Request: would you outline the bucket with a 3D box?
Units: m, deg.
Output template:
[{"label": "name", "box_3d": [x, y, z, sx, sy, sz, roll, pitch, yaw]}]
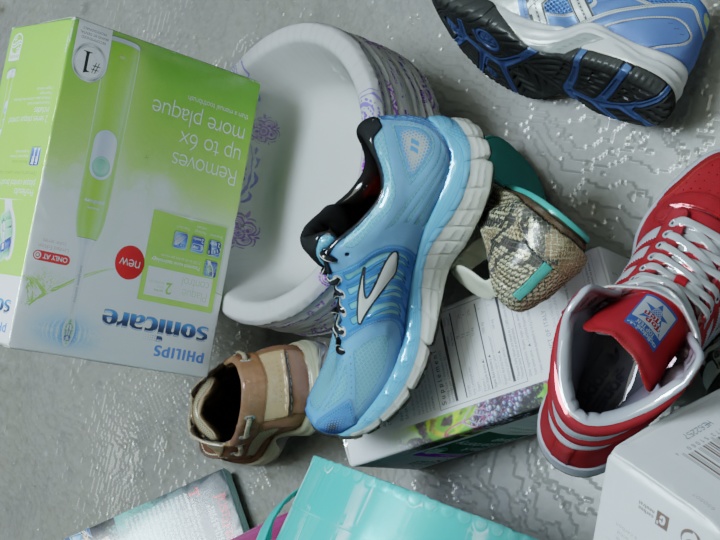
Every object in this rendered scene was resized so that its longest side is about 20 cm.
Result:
[{"label": "bucket", "box_3d": [0.031, 0.197, 0.729, 0.207, 0.207, 0.135, 14, 79, 37]}]

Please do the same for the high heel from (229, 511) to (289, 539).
[{"label": "high heel", "box_3d": [-0.116, 0.191, 0.876, 0.199, 0.067, 0.096, 6, 79, 10]}]

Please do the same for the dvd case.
[{"label": "dvd case", "box_3d": [-0.163, 0.246, 0.918, 0.199, 0.022, 0.146, -25, 64, 4]}]

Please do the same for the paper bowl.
[{"label": "paper bowl", "box_3d": [-0.021, -0.056, 0.862, 0.200, 0.104, 0.202, -18, 66, 46]}]

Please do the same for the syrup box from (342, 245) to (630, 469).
[{"label": "syrup box", "box_3d": [0.085, 0.060, 0.790, 0.199, 0.079, 0.082, -24, 68, 30]}]

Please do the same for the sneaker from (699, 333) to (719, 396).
[{"label": "sneaker", "box_3d": [0.223, 0.070, 0.684, 0.074, 0.088, 0.200, -41, 58, 24]}]

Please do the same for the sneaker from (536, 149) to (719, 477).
[{"label": "sneaker", "box_3d": [0.156, 0.009, 0.652, 0.071, 0.113, 0.200, 30, 78, 15]}]

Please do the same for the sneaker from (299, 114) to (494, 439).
[{"label": "sneaker", "box_3d": [0.000, 0.000, 0.738, 0.078, 0.090, 0.201, -132, 57, -63]}]

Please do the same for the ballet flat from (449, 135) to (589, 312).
[{"label": "ballet flat", "box_3d": [0.079, -0.027, 0.761, 0.075, 0.068, 0.200, -49, 16, 12]}]

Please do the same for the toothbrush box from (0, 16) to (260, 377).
[{"label": "toothbrush box", "box_3d": [-0.160, -0.043, 0.826, 0.086, 0.145, 0.201, 7, 84, 49]}]

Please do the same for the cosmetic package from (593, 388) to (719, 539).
[{"label": "cosmetic package", "box_3d": [0.165, 0.168, 0.640, 0.074, 0.101, 0.201, 35, 132, 41]}]

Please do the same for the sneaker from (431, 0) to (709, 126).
[{"label": "sneaker", "box_3d": [0.130, -0.154, 0.818, 0.200, 0.076, 0.077, 28, 75, 36]}]

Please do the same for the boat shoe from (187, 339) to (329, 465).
[{"label": "boat shoe", "box_3d": [-0.082, 0.089, 0.867, 0.200, 0.071, 0.076, 139, 126, -59]}]
